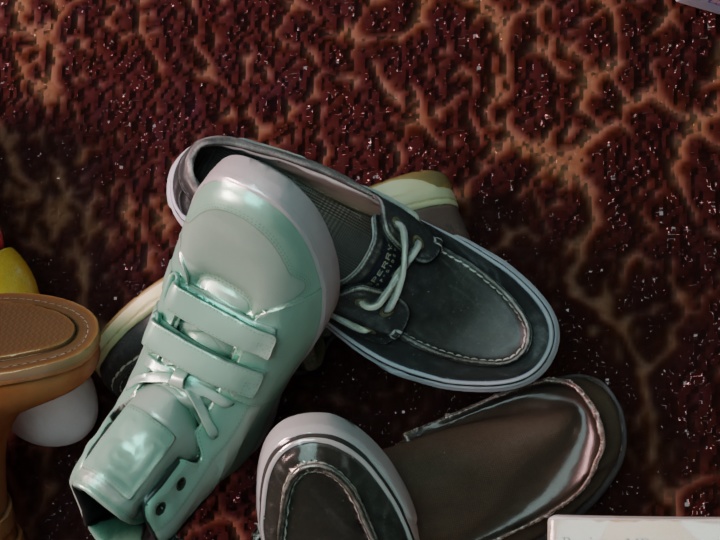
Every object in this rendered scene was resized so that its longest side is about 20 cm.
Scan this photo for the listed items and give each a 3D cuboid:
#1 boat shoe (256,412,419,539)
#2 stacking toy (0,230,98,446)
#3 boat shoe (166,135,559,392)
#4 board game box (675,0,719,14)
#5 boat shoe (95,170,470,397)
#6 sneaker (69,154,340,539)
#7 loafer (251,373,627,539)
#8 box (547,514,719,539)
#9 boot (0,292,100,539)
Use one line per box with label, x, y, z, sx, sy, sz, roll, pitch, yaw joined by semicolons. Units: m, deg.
boat shoe;-0.001;0.162;0.926;0.071;0.064;0.200;-13;107;7
stacking toy;-0.210;0.013;1.042;0.200;0.146;0.146;40;89;2
boat shoe;0.000;0.000;0.946;0.200;0.071;0.072;24;84;-1
board game box;0.225;-0.234;0.947;0.041;0.199;0.200;14;80;-22
boat shoe;-0.037;0.019;1.010;0.200;0.073;0.065;-28;68;6
sneaker;-0.073;0.049;0.905;0.074;0.201;0.118;27;46;12
loafer;0.034;0.111;0.973;0.200;0.071;0.073;-30;73;6
box;0.131;0.212;0.923;0.095;0.078;0.201;-2;77;14
boot;-0.188;0.099;0.997;0.200;0.074;0.155;-13;117;22
